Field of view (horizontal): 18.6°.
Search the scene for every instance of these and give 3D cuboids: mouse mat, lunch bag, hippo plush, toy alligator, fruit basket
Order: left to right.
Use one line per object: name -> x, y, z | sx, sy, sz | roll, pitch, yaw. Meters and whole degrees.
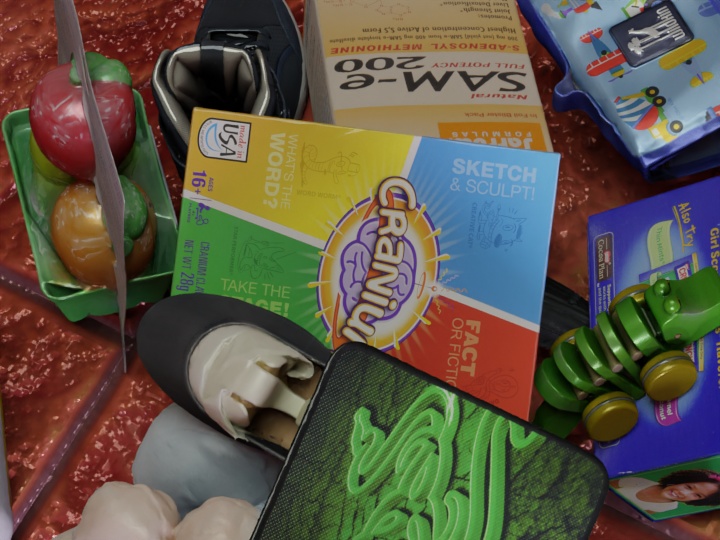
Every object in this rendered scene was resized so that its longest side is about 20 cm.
fruit basket -> -0.149, -0.066, 1.269 | 0.093, 0.201, 0.186 | -10, 61, -16
hippo plush -> -0.060, 0.150, 1.163 | 0.158, 0.201, 0.161 | -19, 28, 35
mouse mat -> 0.020, 0.155, 1.072 | 0.160, 0.008, 0.201 | 25, 81, -13
toy alligator -> 0.156, 0.030, 1.174 | 0.200, 0.054, 0.060 | -38, 50, 18
lunch bag -> 0.198, -0.138, 1.316 | 0.199, 0.094, 0.151 | -23, 64, -16

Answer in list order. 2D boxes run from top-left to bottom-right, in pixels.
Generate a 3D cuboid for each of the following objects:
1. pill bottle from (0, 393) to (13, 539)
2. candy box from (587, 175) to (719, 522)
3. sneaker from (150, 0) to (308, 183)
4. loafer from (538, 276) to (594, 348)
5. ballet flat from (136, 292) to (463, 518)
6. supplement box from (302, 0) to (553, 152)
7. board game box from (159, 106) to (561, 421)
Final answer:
pill bottle -> -0.255, 0.103, 1.242 | 0.108, 0.109, 0.202 | -11, 62, 0
candy box -> 0.228, 0.031, 1.206 | 0.199, 0.077, 0.171 | -17, 58, 33
sneaker -> -0.076, -0.123, 1.321 | 0.076, 0.147, 0.204 | -4, 61, 5
loafer -> 0.045, 0.019, 1.288 | 0.199, 0.068, 0.071 | 17, 98, 9
ballet flat -> -0.029, 0.069, 1.116 | 0.199, 0.073, 0.073 | 32, 69, 8
supplement box -> 0.036, -0.105, 1.300 | 0.125, 0.074, 0.201 | -2, 45, -8
board game box -> 0.000, 0.000, 1.179 | 0.198, 0.040, 0.155 | 7, 91, 1
